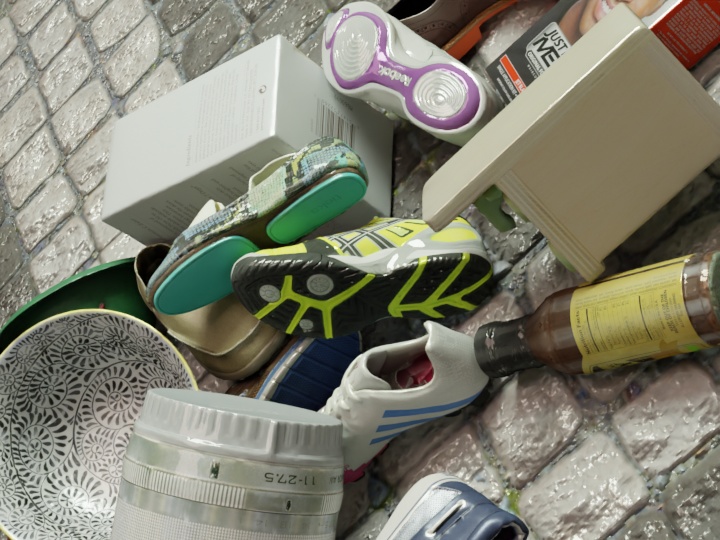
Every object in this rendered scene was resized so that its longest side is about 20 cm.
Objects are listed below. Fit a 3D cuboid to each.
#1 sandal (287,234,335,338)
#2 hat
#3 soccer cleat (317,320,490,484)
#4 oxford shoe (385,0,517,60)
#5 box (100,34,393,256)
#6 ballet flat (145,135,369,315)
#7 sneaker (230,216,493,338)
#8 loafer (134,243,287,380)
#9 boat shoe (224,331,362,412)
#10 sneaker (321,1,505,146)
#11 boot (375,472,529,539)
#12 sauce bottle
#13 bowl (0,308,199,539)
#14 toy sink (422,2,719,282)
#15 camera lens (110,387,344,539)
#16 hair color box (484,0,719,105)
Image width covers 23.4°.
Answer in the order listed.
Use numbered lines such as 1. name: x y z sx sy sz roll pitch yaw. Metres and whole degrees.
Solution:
1. sandal: -0.061 0.022 1.447 0.202 0.050 0.083 -11 72 46
2. hat: -0.216 0.113 1.508 0.200 0.166 0.176 -33 69 17
3. soccer cleat: 0.004 0.097 1.298 0.200 0.086 0.070 -33 44 25
4. oxford shoe: 0.100 -0.257 1.455 0.200 0.073 0.071 -49 39 2
5. box: -0.095 -0.085 1.471 0.200 0.152 0.107 -22 51 33
6. ballet flat: -0.085 -0.038 1.354 0.200 0.074 0.074 -30 43 5
7. sneaker: 0.000 0.000 1.339 0.199 0.076 0.077 -2 37 -3
8. loafer: -0.132 0.030 1.416 0.076 0.067 0.200 -53 36 -12
9. boat shoe: -0.077 0.112 1.380 0.200 0.072 0.072 -55 38 0
10. sneaker: 0.044 -0.149 1.408 0.200 0.100 0.075 40 99 37
11. boot: 0.032 0.236 1.184 0.090 0.073 0.200 23 80 56
12. sauce bottle: 0.169 0.036 1.194 0.200 0.065 0.065 -15 54 39
13. bowl: -0.205 0.136 1.403 0.200 0.094 0.201 -2 80 14
14. toy sink: 0.153 -0.074 1.217 0.200 0.112 0.130 -42 9 11
15. camera lens: -0.099 0.195 1.243 0.160 0.160 0.201 9 90 48
16. hair color box: 0.198 -0.178 1.314 0.200 0.061 0.102 -42 40 15
